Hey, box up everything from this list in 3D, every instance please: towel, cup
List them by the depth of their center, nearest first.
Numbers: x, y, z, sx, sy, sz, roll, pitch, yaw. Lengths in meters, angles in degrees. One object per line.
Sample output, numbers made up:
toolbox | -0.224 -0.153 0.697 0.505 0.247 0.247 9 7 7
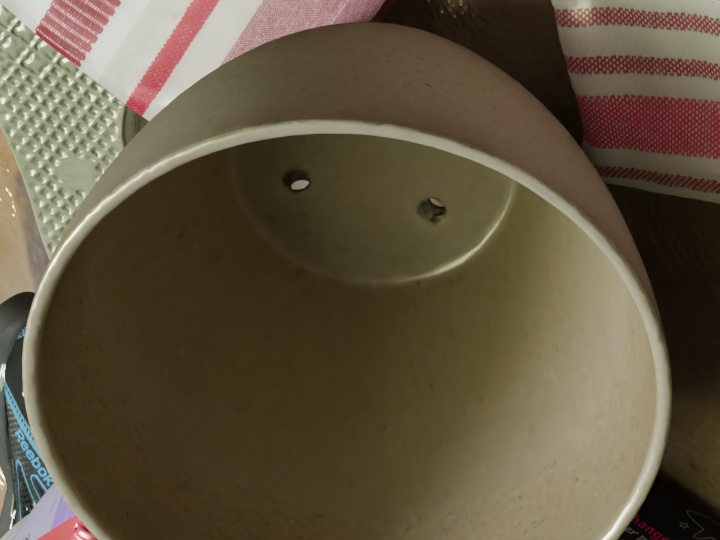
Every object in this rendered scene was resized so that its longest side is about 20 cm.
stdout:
towel | 0.100 -0.106 0.884 0.146 0.030 0.201 12 124 49
cup | 0.000 0.000 0.962 0.199 0.143 0.201 2 124 3
towel | -0.082 -0.132 1.026 0.200 0.023 0.144 38 129 0

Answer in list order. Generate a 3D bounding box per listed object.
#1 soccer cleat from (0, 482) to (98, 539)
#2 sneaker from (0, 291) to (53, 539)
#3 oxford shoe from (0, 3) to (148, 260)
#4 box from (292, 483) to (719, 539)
soccer cleat | -0.095 0.097 1.191 0.068 0.073 0.200 36 120 -10
sneaker | -0.114 0.110 1.276 0.082 0.073 0.201 14 126 41
oxford shoe | -0.102 -0.075 1.125 0.075 0.058 0.201 3 129 16
box | 0.053 0.165 1.065 0.132 0.115 0.201 32 138 33
